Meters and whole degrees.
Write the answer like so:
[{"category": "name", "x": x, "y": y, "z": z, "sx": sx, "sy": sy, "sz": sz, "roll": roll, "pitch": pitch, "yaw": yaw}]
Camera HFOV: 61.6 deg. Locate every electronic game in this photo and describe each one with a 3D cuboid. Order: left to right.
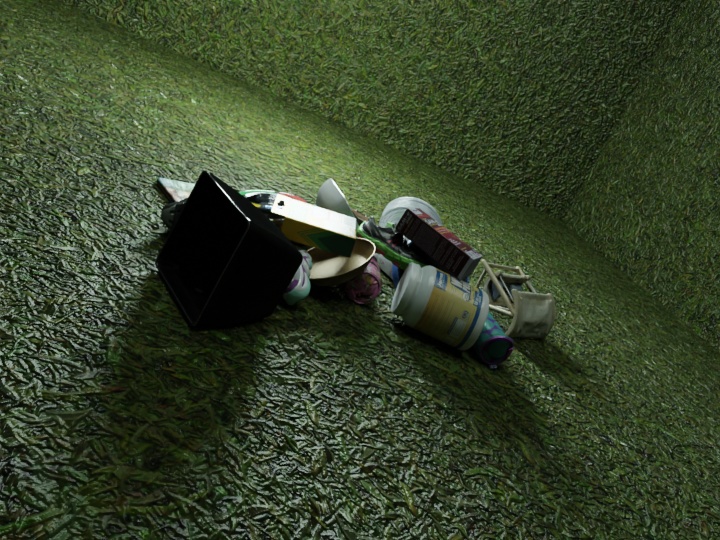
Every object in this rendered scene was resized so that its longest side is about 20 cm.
[{"category": "electronic game", "x": -0.225, "y": -0.170, "z": 1.503, "sx": 0.193, "sy": 0.043, "sz": 0.201, "roll": 7, "pitch": 19, "yaw": -2}]

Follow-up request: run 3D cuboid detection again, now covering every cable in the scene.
[{"category": "cable", "x": 0.142, "y": -0.106, "z": 1.712, "sx": 0.194, "sy": 0.205, "sz": 0.070, "roll": 14, "pitch": 38, "yaw": 21}]

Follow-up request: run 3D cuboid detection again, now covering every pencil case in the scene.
[{"category": "pencil case", "x": 0.000, "y": 0.000, "z": 1.445, "sx": 0.084, "sy": 0.085, "sz": 0.201, "roll": 21, "pitch": 22, "yaw": -13}, {"category": "pencil case", "x": 0.300, "y": 0.145, "z": 1.463, "sx": 0.090, "sy": 0.087, "sz": 0.201, "roll": 19, "pitch": 21, "yaw": -18}]

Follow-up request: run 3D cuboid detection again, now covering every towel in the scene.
[{"category": "towel", "x": -0.385, "y": -0.177, "z": 1.482, "sx": 0.196, "sy": 0.022, "sz": 0.146, "roll": 5, "pitch": 29, "yaw": -45}]

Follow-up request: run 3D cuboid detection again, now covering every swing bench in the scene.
[{"category": "swing bench", "x": 0.432, "y": 0.086, "z": 1.702, "sx": 0.195, "sy": 0.132, "sz": 0.200, "roll": 7, "pitch": 28, "yaw": -43}]

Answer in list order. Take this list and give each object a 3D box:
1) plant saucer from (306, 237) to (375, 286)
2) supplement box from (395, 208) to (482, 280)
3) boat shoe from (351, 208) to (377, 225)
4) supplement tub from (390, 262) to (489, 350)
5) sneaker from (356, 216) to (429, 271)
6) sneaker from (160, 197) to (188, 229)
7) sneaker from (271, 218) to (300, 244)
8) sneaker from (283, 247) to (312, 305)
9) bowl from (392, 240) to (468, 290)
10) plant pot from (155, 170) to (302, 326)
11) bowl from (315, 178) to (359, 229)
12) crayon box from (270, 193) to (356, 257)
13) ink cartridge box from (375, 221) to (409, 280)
[{"category": "plant saucer", "x": -0.057, "y": -0.015, "z": 1.366, "sx": 0.194, "sy": 0.036, "sz": 0.202, "roll": -13, "pitch": 25, "yaw": 6}, {"category": "supplement box", "x": 0.186, "y": -0.066, "z": 1.426, "sx": 0.198, "sy": 0.062, "sz": 0.108, "roll": 38, "pitch": 18, "yaw": 15}, {"category": "boat shoe", "x": -0.025, "y": -0.144, "z": 1.786, "sx": 0.197, "sy": 0.073, "sz": 0.068, "roll": 31, "pitch": 14, "yaw": -17}, {"category": "supplement tub", "x": 0.181, "y": 0.079, "z": 1.385, "sx": 0.195, "sy": 0.148, "sz": 0.145, "roll": 24, "pitch": 20, "yaw": -6}, {"category": "sneaker", "x": 0.085, "y": -0.064, "z": 1.447, "sx": 0.197, "sy": 0.085, "sz": 0.077, "roll": 32, "pitch": -12, "yaw": 4}, {"category": "sneaker", "x": -0.373, "y": -0.119, "z": 1.312, "sx": 0.077, "sy": 0.078, "sz": 0.199, "roll": 20, "pitch": 10, "yaw": 19}, {"category": "sneaker", "x": -0.153, "y": -0.099, "z": 1.542, "sx": 0.076, "sy": 0.071, "sz": 0.198, "roll": 50, "pitch": 32, "yaw": 15}, {"category": "sneaker", "x": -0.160, "y": -0.035, "z": 1.255, "sx": 0.142, "sy": 0.076, "sz": 0.201, "roll": 59, "pitch": 5, "yaw": -27}, {"category": "bowl", "x": 0.176, "y": 0.007, "z": 1.498, "sx": 0.196, "sy": 0.205, "sz": 0.039, "roll": 26, "pitch": -16, "yaw": 0}, {"category": "plant pot", "x": -0.223, "y": -0.025, "z": 1.094, "sx": 0.175, "sy": 0.203, "sz": 0.199, "roll": 18, "pitch": 19, "yaw": -48}, {"category": "bowl", "x": -0.051, "y": -0.123, "z": 1.589, "sx": 0.203, "sy": 0.073, "sz": 0.201, "roll": 64, "pitch": -1, "yaw": -33}, {"category": "crayon box", "x": -0.107, "y": -0.102, "z": 1.364, "sx": 0.194, "sy": 0.053, "sz": 0.127, "roll": 17, "pitch": 24, "yaw": -8}, {"category": "ink cartridge box", "x": 0.125, "y": -0.026, "z": 1.603, "sx": 0.066, "sy": 0.119, "sz": 0.200, "roll": 9, "pitch": 26, "yaw": -47}]
